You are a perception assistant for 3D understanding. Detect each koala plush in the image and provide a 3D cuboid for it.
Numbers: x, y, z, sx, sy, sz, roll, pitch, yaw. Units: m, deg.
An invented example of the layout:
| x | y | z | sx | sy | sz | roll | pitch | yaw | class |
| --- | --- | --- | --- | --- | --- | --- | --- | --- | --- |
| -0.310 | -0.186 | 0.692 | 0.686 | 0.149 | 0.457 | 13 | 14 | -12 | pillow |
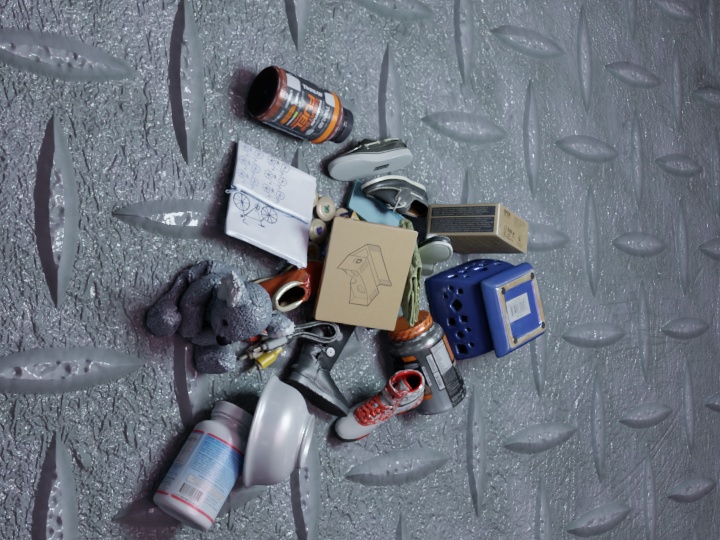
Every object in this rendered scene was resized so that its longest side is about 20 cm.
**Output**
| x | y | z | sx | sy | sz | roll | pitch | yaw | class |
| --- | --- | --- | --- | --- | --- | --- | --- | --- | --- |
| -0.220 | 0.064 | 1.473 | 0.177 | 0.200 | 0.184 | 45 | 60 | -30 | koala plush |

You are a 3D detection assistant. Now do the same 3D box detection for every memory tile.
| x | y | z | sx | sy | sz | roll | pitch | yaw | class |
| --- | --- | --- | --- | --- | --- | --- | --- | --- | --- |
| -0.068 | -0.067 | 1.740 | 0.200 | 0.017 | 0.154 | 32 | 67 | -36 | memory tile |

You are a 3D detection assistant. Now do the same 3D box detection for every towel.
| x | y | z | sx | sy | sz | roll | pitch | yaw | class |
| --- | --- | --- | --- | --- | --- | --- | --- | --- | --- |
| 0.094 | 0.000 | 1.764 | 0.036 | 0.200 | 0.149 | 0 | 127 | -4 | towel |

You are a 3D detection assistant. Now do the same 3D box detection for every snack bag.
| x | y | z | sx | sy | sz | roll | pitch | yaw | class |
| --- | --- | --- | --- | --- | --- | --- | --- | --- | --- |
| -0.164 | -0.121 | 1.616 | 0.188 | 0.021 | 0.200 | 25 | 57 | -33 | snack bag |

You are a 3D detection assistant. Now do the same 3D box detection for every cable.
| x | y | z | sx | sy | sz | roll | pitch | yaw | class |
| --- | --- | --- | --- | --- | --- | --- | --- | --- | --- |
| -0.138 | 0.118 | 1.633 | 0.200 | 0.050 | 0.097 | -17 | 83 | -33 | cable |

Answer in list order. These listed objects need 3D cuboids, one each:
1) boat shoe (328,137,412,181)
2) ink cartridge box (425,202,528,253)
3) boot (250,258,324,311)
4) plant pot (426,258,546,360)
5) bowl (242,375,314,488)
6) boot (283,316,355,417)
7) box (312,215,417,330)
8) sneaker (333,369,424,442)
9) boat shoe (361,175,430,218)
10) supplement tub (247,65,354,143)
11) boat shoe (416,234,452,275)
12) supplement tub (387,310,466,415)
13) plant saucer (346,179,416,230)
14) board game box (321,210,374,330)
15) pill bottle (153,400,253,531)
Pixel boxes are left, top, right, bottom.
| x | y | z | sx | sy | sz | roll | pitch | yaw | class |
| --- | --- | --- | --- | --- | --- | --- | --- | --- | --- |
| 0.012 | -0.233 | 1.796 | 0.200 | 0.071 | 0.064 | -13 | 63 | -34 | boat shoe |
| 0.256 | -0.089 | 1.894 | 0.200 | 0.165 | 0.075 | 20 | 74 | -61 | ink cartridge box |
| -0.115 | 0.032 | 1.630 | 0.200 | 0.107 | 0.075 | -25 | 109 | -41 | boot |
| 0.290 | 0.085 | 1.942 | 0.200 | 0.180 | 0.200 | -20 | 102 | -41 | plant pot |
| -0.135 | 0.292 | 1.534 | 0.090 | 0.201 | 0.201 | 13 | 74 | 5 | bowl |
| -0.049 | 0.165 | 1.717 | 0.165 | 0.066 | 0.200 | 43 | 56 | -34 | boot |
| 0.007 | 0.007 | 1.642 | 0.163 | 0.021 | 0.200 | 9 | 104 | -16 | box |
| 0.038 | 0.261 | 1.726 | 0.201 | 0.108 | 0.067 | -21 | 58 | -21 | sneaker |
| 0.079 | -0.152 | 1.817 | 0.200 | 0.072 | 0.068 | 10 | 61 | -51 | boat shoe |
| -0.107 | -0.306 | 1.659 | 0.200 | 0.107 | 0.107 | 16 | 77 | -40 | supplement tub |
| 0.144 | -0.045 | 1.825 | 0.075 | 0.200 | 0.060 | 13 | 72 | -12 | boat shoe |
| 0.136 | 0.193 | 1.835 | 0.122 | 0.122 | 0.200 | -36 | 110 | -37 | supplement tub |
| 0.044 | -0.109 | 1.836 | 0.200 | 0.019 | 0.070 | 37 | 56 | -36 | plant saucer |
| 0.000 | 0.000 | 1.733 | 0.200 | 0.035 | 0.136 | 60 | 31 | -28 | board game box |
| -0.257 | 0.329 | 1.485 | 0.109 | 0.109 | 0.200 | 46 | 60 | -30 | pill bottle |
